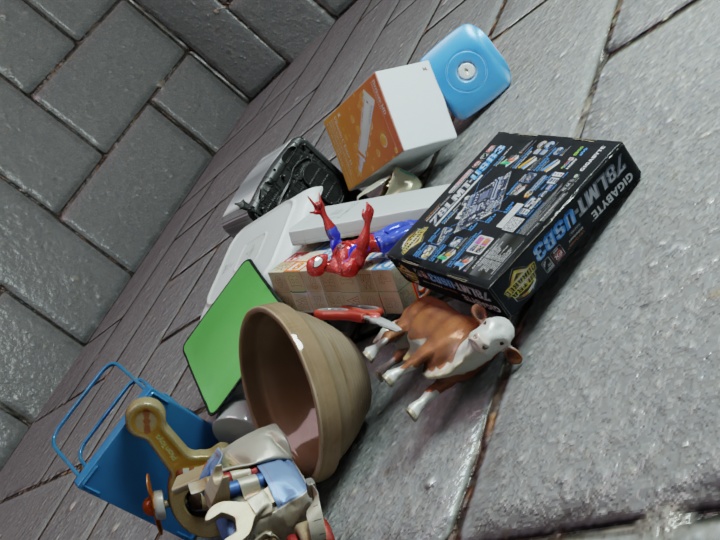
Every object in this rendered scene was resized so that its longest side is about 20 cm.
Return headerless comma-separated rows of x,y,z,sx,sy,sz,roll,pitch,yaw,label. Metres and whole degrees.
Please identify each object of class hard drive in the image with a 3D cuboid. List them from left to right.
0.022,-0.073,1.144,0.200,0.027,0.132,-9,14,18,hard drive

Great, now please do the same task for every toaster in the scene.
-0.111,-0.100,1.449,0.119,0.200,0.181,-16,39,53,toaster

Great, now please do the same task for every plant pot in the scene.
-0.052,0.126,0.973,0.093,0.201,0.201,-14,0,-29,plant pot

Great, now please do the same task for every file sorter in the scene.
-0.267,0.227,1.130,0.123,0.200,0.139,25,76,46,file sorter

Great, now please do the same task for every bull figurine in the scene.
0.074,0.077,0.865,0.121,0.065,0.200,-35,13,-6,bull figurine

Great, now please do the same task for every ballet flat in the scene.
0.007,-0.078,1.336,0.200,0.069,0.069,-46,19,15,ballet flat

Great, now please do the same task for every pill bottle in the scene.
-0.111,0.134,1.132,0.113,0.113,0.200,-33,25,43,pill bottle

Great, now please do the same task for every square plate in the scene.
-0.147,-0.017,1.249,0.198,0.028,0.200,-26,34,40,square plate

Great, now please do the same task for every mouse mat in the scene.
-0.164,0.079,1.131,0.161,0.008,0.200,-53,31,5,mouse mat

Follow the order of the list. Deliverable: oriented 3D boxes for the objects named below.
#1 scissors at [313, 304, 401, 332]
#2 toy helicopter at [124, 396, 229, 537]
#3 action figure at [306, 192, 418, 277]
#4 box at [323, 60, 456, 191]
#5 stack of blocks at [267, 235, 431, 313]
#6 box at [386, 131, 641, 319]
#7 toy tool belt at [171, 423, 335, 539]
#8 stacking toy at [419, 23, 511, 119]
0.017,0.049,0.933,0.200,0.073,0.014,2,94,61,scissors
-0.216,0.235,1.044,0.132,0.200,0.079,-33,19,-1,toy helicopter
0.022,-0.059,0.997,0.200,0.099,0.065,-25,21,-13,action figure
0.041,-0.215,1.351,0.097,0.124,0.200,-18,-5,-27,box
0.000,0.000,1.086,0.200,0.059,0.115,-1,27,41,stack of blocks
0.147,-0.056,0.902,0.200,0.050,0.198,-47,26,-12,box
-0.112,0.244,0.884,0.123,0.125,0.200,-15,25,-18,toy tool belt
0.166,-0.314,1.395,0.110,0.116,0.200,-37,6,12,stacking toy
